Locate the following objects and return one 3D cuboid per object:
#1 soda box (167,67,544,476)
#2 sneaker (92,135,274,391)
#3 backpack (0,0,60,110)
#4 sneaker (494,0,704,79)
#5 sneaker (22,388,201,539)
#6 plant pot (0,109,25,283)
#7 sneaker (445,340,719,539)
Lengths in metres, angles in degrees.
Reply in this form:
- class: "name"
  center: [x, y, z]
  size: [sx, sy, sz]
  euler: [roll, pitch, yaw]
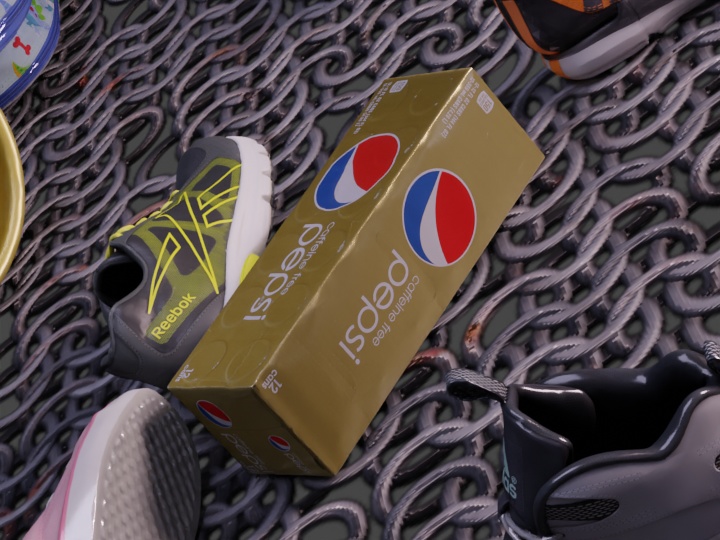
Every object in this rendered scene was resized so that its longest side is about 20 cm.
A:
- class: "soda box"
  center: [0.000, 0.000, 1.295]
  size: [0.068, 0.064, 0.200]
  euler: [-4, 46, 51]
- class: "sneaker"
  center: [-0.088, -0.010, 1.376]
  size: [0.200, 0.084, 0.075]
  euler: [-98, 19, -58]
- class: "backpack"
  center: [-0.285, -0.162, 1.812]
  size: [0.183, 0.147, 0.200]
  euler: [-35, 23, 13]
- class: "sneaker"
  center: [0.143, -0.184, 1.326]
  size: [0.200, 0.112, 0.078]
  euler: [-37, 28, 10]
- class: "sneaker"
  center: [-0.141, 0.141, 1.257]
  size: [0.104, 0.075, 0.200]
  euler: [-18, 39, 29]
- class: "plant pot"
  center: [-0.323, -0.029, 1.637]
  size: [0.189, 0.201, 0.201]
  euler: [-29, 25, 56]
- class: "sneaker"
  center: [0.061, 0.092, 0.995]
  size: [0.200, 0.140, 0.078]
  euler: [-35, 28, 12]
